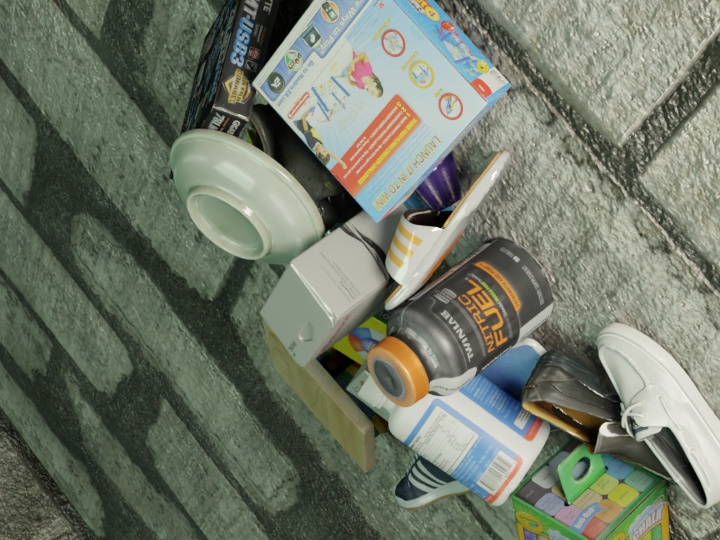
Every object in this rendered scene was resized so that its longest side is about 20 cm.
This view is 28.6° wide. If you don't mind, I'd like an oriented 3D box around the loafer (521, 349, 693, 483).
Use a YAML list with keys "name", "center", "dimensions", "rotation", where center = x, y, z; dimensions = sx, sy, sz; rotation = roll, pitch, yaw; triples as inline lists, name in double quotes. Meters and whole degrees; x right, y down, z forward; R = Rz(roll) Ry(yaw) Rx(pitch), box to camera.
- name: "loafer"
  center: [0.253, 0.165, 1.444]
  dimensions: [0.199, 0.072, 0.073]
  rotation: [30, 141, 16]

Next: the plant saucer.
- name: "plant saucer"
  center: [-0.134, -0.065, 1.536]
  dimensions: [0.199, 0.050, 0.201]
  rotation: [27, 151, 16]

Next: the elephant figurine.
- name: "elephant figurine"
  center: [-0.074, -0.150, 1.604]
  dimensions: [0.155, 0.141, 0.201]
  rotation: [-49, 58, 32]

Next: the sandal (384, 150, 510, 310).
- name: "sandal"
  center: [0.076, -0.052, 1.440]
  dimensions: [0.059, 0.079, 0.207]
  rotation: [38, 111, 7]

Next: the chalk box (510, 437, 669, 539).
- name: "chalk box"
  center: [0.251, 0.272, 1.525]
  dimensions: [0.123, 0.124, 0.202]
  rotation: [27, 142, 41]

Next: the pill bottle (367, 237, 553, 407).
- name: "pill bottle"
  center: [0.099, 0.059, 1.459]
  dimensions: [0.106, 0.199, 0.107]
  rotation: [37, 147, 29]

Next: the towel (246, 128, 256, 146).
- name: "towel"
  center: [-0.142, -0.098, 1.792]
  dimensions: [0.200, 0.018, 0.087]
  rotation: [120, 140, -65]

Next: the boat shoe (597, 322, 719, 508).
- name: "boat shoe"
  center: [0.293, 0.144, 1.387]
  dimensions: [0.201, 0.068, 0.072]
  rotation: [54, 151, 3]

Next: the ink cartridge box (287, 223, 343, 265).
- name: "ink cartridge box"
  center: [-0.053, -0.012, 1.784]
  dimensions: [0.200, 0.040, 0.200]
  rotation: [52, 151, 7]

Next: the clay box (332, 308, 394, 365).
- name: "clay box"
  center: [0.019, 0.072, 1.690]
  dimensions: [0.199, 0.048, 0.115]
  rotation: [30, 148, 2]

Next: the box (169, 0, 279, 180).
- name: "box"
  center: [-0.149, -0.219, 1.580]
  dimensions: [0.049, 0.202, 0.198]
  rotation: [18, 155, -17]

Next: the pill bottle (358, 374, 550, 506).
- name: "pill bottle"
  center: [0.101, 0.160, 1.563]
  dimensions: [0.199, 0.113, 0.112]
  rotation: [36, 149, 5]

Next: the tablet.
- name: "tablet"
  center: [0.171, 0.136, 1.580]
  dimensions: [0.130, 0.014, 0.199]
  rotation: [46, 148, -14]

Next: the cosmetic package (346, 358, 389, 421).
- name: "cosmetic package"
  center: [0.082, 0.173, 1.662]
  dimensions: [0.199, 0.051, 0.083]
  rotation: [38, 152, 0]

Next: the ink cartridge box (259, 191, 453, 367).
- name: "ink cartridge box"
  center: [0.000, 0.000, 1.551]
  dimensions: [0.084, 0.199, 0.145]
  rotation: [49, 150, 9]

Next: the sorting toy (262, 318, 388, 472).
- name: "sorting toy"
  center: [-0.033, 0.146, 1.850]
  dimensions: [0.199, 0.069, 0.200]
  rotation: [47, 166, 17]

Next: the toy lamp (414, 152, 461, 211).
- name: "toy lamp"
  center: [0.047, -0.157, 1.472]
  dimensions: [0.058, 0.058, 0.202]
  rotation: [-13, 106, 59]

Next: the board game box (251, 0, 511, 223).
- name: "board game box"
  center: [0.017, -0.185, 1.404]
  dimensions: [0.196, 0.056, 0.200]
  rotation: [48, 130, 4]

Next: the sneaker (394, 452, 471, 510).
- name: "sneaker"
  center: [0.086, 0.234, 1.792]
  dimensions: [0.109, 0.070, 0.199]
  rotation: [53, 145, -5]
